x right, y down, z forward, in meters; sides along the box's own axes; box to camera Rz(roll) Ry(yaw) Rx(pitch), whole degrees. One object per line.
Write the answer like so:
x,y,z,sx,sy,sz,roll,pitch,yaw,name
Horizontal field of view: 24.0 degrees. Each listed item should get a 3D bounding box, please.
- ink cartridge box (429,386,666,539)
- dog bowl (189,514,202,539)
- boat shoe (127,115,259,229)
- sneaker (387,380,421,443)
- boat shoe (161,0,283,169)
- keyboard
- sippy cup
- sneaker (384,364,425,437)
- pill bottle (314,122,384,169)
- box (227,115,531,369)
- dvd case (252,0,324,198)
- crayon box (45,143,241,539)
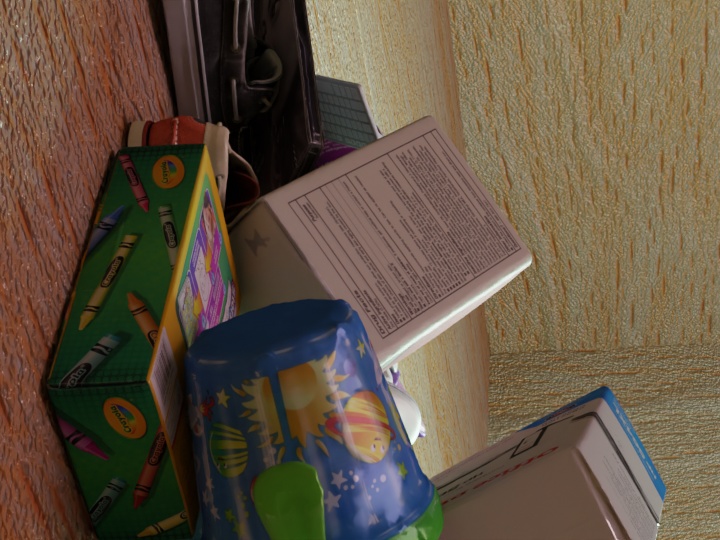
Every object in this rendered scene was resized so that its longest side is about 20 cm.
0.098,0.151,1.015,0.085,0.145,0.200,62,14,2,ink cartridge box
-0.081,0.211,1.158,0.112,0.049,0.203,-66,152,-72,dog bowl
-0.097,-0.051,1.101,0.200,0.062,0.072,63,23,-73,boat shoe
-0.024,0.105,1.173,0.198,0.070,0.074,10,93,-41,sneaker
-0.087,-0.130,1.153,0.201,0.070,0.073,81,9,-49,boat shoe
-0.039,-0.126,1.283,0.199,0.011,0.057,23,-37,59,keyboard
-0.034,0.090,0.901,0.177,0.139,0.132,8,-64,55,sippy cup
-0.015,0.144,1.281,0.089,0.080,0.200,54,48,-9,sneaker
-0.019,-0.063,1.356,0.201,0.111,0.113,-114,-168,-52,pill bottle
0.000,0.000,1.128,0.128,0.109,0.199,55,41,5,box
-0.063,-0.131,1.216,0.149,0.016,0.202,120,-32,-54,dvd case
-0.116,0.036,0.953,0.201,0.057,0.120,-83,167,-49,crayon box
